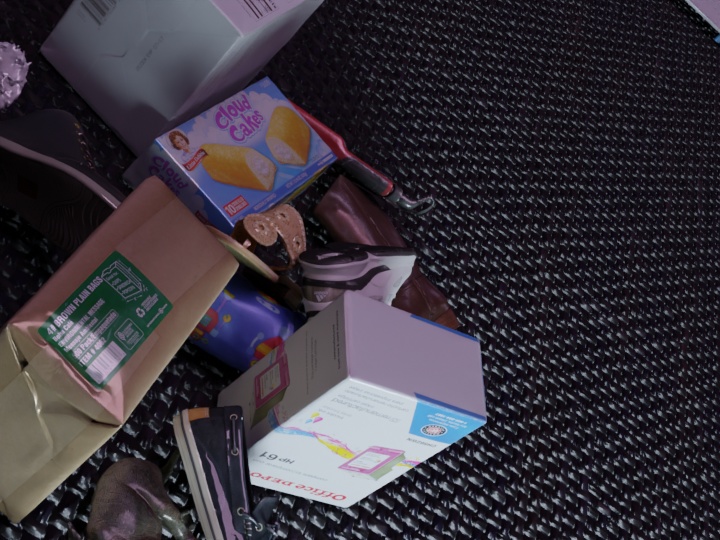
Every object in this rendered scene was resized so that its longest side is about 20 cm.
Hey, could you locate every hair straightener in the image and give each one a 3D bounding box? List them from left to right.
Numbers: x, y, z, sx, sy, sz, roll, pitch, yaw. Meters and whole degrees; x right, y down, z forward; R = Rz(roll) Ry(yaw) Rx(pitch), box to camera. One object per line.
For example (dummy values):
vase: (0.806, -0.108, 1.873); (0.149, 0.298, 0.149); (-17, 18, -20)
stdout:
hair straightener: (-0.008, -0.118, 1.339); (0.199, 0.041, 0.077); (30, 1, 3)

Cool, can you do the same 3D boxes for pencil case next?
pencil case: (-0.135, 0.023, 1.099); (0.200, 0.078, 0.087); (36, 25, -16)

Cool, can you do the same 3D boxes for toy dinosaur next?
toy dinosaur: (-0.169, 0.188, 0.935); (0.102, 0.077, 0.200); (50, 40, -21)

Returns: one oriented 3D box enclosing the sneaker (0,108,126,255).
sneaker: (-0.239, -0.081, 1.047); (0.199, 0.075, 0.106); (30, 34, 15)

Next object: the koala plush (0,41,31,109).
koala plush: (-0.339, -0.086, 0.935); (0.184, 0.177, 0.201); (44, 37, -25)

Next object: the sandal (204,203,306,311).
sandal: (-0.080, -0.027, 1.111); (0.077, 0.070, 0.212); (32, -8, 17)

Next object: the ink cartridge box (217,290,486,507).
ink cartridge box: (-0.013, 0.116, 1.047); (0.144, 0.200, 0.085); (21, 50, -30)

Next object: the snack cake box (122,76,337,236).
snack cake box: (-0.123, -0.102, 1.224); (0.115, 0.067, 0.200); (49, 38, -1)

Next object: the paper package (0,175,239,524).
paper package: (-0.205, 0.056, 0.915); (0.103, 0.191, 0.200); (42, 40, -8)

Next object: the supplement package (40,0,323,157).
supplement package: (-0.162, -0.250, 1.207); (0.147, 0.191, 0.200); (48, 38, -3)

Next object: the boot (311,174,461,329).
boot: (0.000, 0.000, 1.262); (0.201, 0.064, 0.186); (58, 29, 8)

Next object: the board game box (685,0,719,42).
board game box: (0.633, -0.522, 2.332); (0.200, 0.026, 0.200); (39, 40, -12)

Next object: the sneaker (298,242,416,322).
sneaker: (-0.006, 0.036, 1.148); (0.200, 0.075, 0.116); (-13, 107, -68)

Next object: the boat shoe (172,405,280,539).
boat shoe: (-0.091, 0.199, 0.979); (0.062, 0.075, 0.201); (-17, 80, -7)
